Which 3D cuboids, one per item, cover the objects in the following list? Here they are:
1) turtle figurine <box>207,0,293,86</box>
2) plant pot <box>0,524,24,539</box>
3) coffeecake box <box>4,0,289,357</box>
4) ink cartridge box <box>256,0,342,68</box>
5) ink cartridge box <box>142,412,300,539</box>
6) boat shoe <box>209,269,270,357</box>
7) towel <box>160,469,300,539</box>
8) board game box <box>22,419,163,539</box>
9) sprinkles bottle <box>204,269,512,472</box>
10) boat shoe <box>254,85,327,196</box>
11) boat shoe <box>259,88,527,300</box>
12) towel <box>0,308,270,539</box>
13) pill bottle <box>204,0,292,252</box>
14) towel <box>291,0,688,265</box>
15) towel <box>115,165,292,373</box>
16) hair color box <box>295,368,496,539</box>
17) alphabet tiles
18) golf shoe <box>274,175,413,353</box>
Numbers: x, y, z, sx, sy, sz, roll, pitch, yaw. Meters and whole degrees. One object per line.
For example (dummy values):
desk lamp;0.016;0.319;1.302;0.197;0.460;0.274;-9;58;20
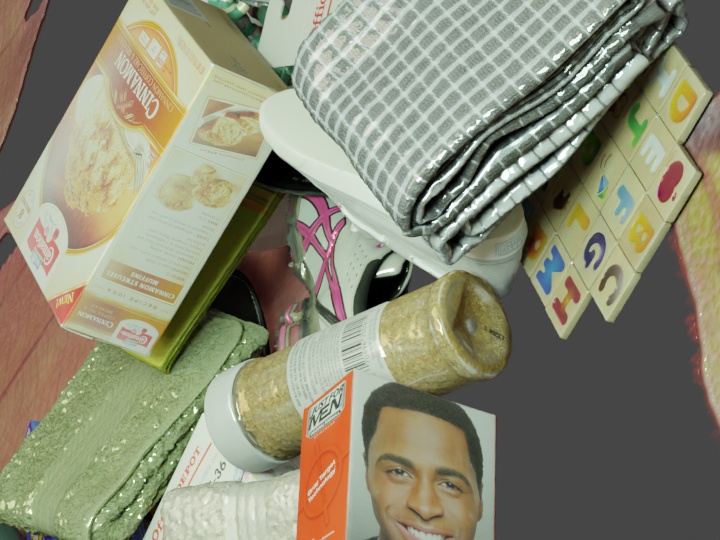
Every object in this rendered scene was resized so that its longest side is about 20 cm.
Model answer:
turtle figurine;-0.038;-0.170;1.700;0.200;0.150;0.101;-106;26;-54
plant pot;-0.346;0.266;2.015;0.135;0.200;0.200;10;80;31
coffeecake box;-0.141;-0.070;1.592;0.200;0.073;0.154;-59;34;15
ink cartridge box;0.031;-0.174;1.558;0.200;0.067;0.117;0;71;45
ink cartridge box;-0.074;0.173;1.548;0.200;0.067;0.117;48;118;49
boat shoe;-0.088;0.086;1.690;0.066;0.074;0.199;-30;47;54
towel;-0.057;0.221;1.436;0.133;0.034;0.200;-11;85;34
board game box;-0.162;0.186;1.694;0.200;0.134;0.045;-113;39;-58
sprinkles bottle;-0.004;0.063;1.452;0.200;0.068;0.068;-24;49;38
boat shoe;0.004;-0.076;1.549;0.201;0.074;0.063;7;45;43
boat shoe;0.018;-0.045;1.470;0.072;0.200;0.069;-40;-34;-39
towel;-0.160;0.101;1.640;0.148;0.036;0.200;10;57;49
pill bottle;-0.084;-0.119;1.787;0.110;0.110;0.200;-51;30;39
towel;0.068;-0.126;1.379;0.200;0.086;0.166;-45;44;8
towel;-0.106;-0.027;1.651;0.086;0.018;0.200;24;76;39
hair color box;0.019;0.165;1.359;0.061;0.101;0.200;-42;37;47
alphabet tiles;0.137;-0.062;1.388;0.166;0.006;0.200;-61;26;22
golf shoe;0.000;0.000;1.585;0.092;0.073;0.200;-21;46;25
